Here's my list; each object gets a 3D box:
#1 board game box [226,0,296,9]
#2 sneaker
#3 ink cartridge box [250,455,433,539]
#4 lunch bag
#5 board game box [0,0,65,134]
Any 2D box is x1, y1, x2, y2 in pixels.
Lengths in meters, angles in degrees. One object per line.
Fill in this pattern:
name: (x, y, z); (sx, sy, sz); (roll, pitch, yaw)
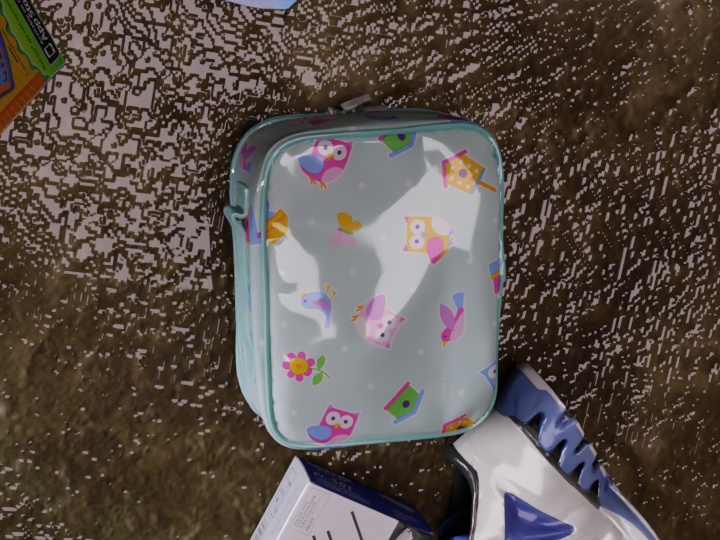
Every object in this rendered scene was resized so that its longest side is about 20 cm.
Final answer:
board game box: (-0.047, -0.245, 0.816); (0.200, 0.039, 0.158); (-44, 101, 0)
sneaker: (0.115, 0.166, 0.968); (0.115, 0.081, 0.200); (-36, 105, 0)
ink cartridge box: (-0.043, 0.226, 0.950); (0.094, 0.044, 0.201); (26, 97, -20)
lunch bag: (0.000, 0.000, 0.880); (0.160, 0.077, 0.201); (-5, 107, -14)
board game box: (-0.289, -0.106, 0.661); (0.199, 0.200, 0.201); (-19, 113, 19)
